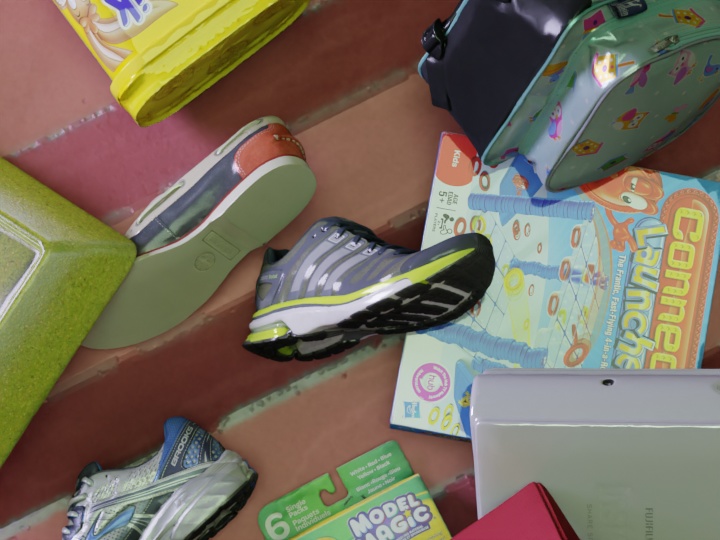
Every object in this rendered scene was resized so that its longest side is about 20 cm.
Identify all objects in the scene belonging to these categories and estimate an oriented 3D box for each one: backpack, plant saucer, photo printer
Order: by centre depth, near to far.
[{"bbox_3d":[0.172,0.139,1.299,0.199,0.070,0.167,0,124,8],"label":"photo printer"},{"bbox_3d":[0.161,-0.157,1.319,0.200,0.176,0.153,-32,72,-32],"label":"backpack"},{"bbox_3d":[-0.278,0.016,1.348,0.199,0.048,0.201,31,85,23],"label":"plant saucer"}]

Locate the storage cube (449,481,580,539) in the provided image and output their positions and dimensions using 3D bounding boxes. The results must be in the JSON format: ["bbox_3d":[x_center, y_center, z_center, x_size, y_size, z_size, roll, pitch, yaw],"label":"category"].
[{"bbox_3d":[0.100,0.267,1.217,0.200,0.180,0.171,-36,112,5],"label":"storage cube"}]

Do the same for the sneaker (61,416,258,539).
[{"bbox_3d":[-0.165,0.175,1.359,0.200,0.077,0.085,-40,75,-11],"label":"sneaker"}]

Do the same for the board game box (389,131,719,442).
[{"bbox_3d":[0.131,0.024,1.372,0.195,0.056,0.201,10,84,2],"label":"board game box"}]

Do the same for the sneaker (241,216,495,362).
[{"bbox_3d":[0.000,0.000,1.331,0.199,0.074,0.081,-16,70,36],"label":"sneaker"}]

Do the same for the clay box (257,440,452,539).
[{"bbox_3d":[0.021,0.224,1.357,0.114,0.048,0.201,-28,86,-2],"label":"clay box"}]

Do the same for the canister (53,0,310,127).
[{"bbox_3d":[-0.150,-0.220,1.385,0.148,0.087,0.200,-37,84,-4],"label":"canister"}]

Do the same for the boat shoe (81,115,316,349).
[{"bbox_3d":[-0.118,-0.024,1.376,0.200,0.071,0.063,-39,48,10],"label":"boat shoe"}]
